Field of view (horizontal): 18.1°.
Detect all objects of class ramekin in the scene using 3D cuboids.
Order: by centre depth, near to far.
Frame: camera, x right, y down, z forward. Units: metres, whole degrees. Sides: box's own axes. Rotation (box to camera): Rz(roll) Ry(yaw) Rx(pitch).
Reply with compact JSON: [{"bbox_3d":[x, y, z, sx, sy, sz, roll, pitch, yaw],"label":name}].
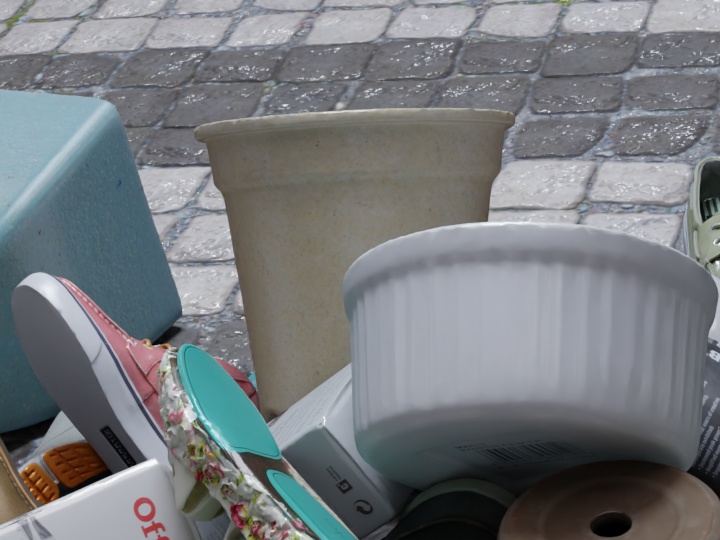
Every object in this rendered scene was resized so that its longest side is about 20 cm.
[{"bbox_3d":[0.087,0.055,1.183,0.199,0.201,0.098,-2,70,14],"label":"ramekin"}]

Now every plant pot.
[{"bbox_3d":[0.132,0.198,1.138,0.199,0.176,0.201,-8,29,5],"label":"plant pot"},{"bbox_3d":[0.000,0.000,1.394,0.199,0.185,0.200,-2,0,0],"label":"plant pot"},{"bbox_3d":[-0.277,0.007,1.611,0.195,0.197,0.200,8,41,29],"label":"plant pot"}]

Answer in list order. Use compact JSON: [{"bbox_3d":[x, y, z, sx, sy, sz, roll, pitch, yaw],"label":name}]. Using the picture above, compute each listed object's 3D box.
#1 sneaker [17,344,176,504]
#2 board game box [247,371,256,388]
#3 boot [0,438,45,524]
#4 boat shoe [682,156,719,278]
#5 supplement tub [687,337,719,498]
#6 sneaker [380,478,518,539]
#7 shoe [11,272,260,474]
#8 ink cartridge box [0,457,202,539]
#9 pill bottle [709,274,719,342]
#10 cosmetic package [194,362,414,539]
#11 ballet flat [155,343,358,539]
[{"bbox_3d":[-0.187,0.133,1.485,0.092,0.076,0.200,-18,21,52],"label":"sneaker"},{"bbox_3d":[0.024,0.065,1.547,0.150,0.047,0.200,8,33,28],"label":"board game box"},{"bbox_3d":[-0.250,0.137,1.369,0.200,0.074,0.075,43,20,11],"label":"boot"},{"bbox_3d":[0.260,-0.013,1.599,0.071,0.062,0.200,-10,29,0],"label":"boat shoe"},{"bbox_3d":[0.186,0.088,1.318,0.199,0.107,0.107,28,38,10],"label":"supplement tub"},{"bbox_3d":[0.020,0.195,1.214,0.075,0.200,0.106,38,44,-6],"label":"sneaker"},{"bbox_3d":[-0.135,0.072,1.439,0.091,0.201,0.071,-40,9,-36],"label":"shoe"},{"bbox_3d":[-0.174,0.209,1.221,0.199,0.147,0.083,-23,-2,-19],"label":"ink cartridge box"},{"bbox_3d":[0.179,0.063,1.434,0.198,0.114,0.113,-8,28,2],"label":"pill bottle"},{"bbox_3d":[-0.048,0.134,1.308,0.200,0.074,0.102,-35,7,34],"label":"cosmetic package"},{"bbox_3d":[-0.062,0.122,1.190,0.075,0.064,0.200,22,22,-52],"label":"ballet flat"}]
